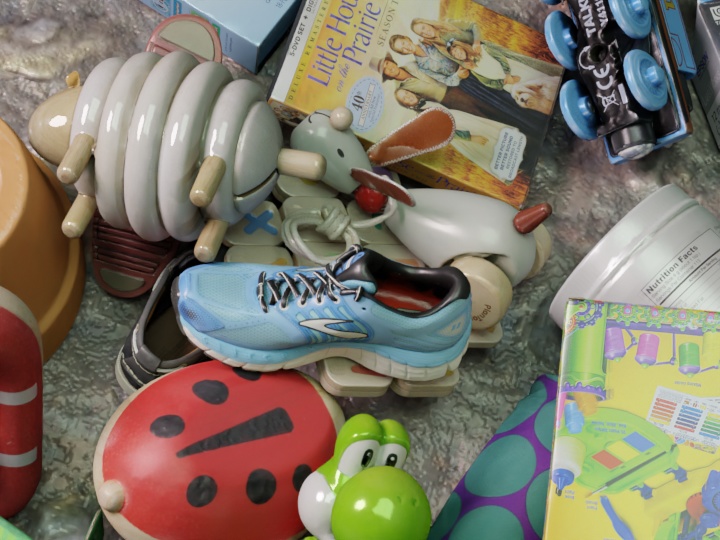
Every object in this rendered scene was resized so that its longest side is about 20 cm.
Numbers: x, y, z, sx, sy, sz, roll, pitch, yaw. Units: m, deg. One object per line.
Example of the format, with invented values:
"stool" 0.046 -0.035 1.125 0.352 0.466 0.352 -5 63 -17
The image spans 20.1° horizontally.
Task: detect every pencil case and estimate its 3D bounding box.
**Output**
"pencil case" 0.103 0.166 1.329 0.092 0.085 0.200 48 64 -24

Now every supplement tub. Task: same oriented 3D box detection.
"supplement tub" 0.240 0.054 1.369 0.132 0.132 0.200 -40 74 -20

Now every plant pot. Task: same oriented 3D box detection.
"plant pot" -0.283 -0.027 1.346 0.199 0.140 0.201 3 66 -6

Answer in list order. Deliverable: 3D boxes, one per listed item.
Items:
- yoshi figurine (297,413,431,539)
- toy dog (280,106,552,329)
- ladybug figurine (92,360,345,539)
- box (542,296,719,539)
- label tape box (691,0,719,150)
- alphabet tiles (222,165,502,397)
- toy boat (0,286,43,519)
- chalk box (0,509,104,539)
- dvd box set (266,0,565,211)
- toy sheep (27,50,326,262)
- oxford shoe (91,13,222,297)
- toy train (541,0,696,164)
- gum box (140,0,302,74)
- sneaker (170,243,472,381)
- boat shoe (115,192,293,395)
"yoshi figurine" -0.012 0.190 1.243 0.112 0.112 0.201 25 105 27
"toy dog" 0.052 -0.050 1.378 0.199 0.096 0.132 23 43 -16
"ladybug figurine" -0.082 0.117 1.301 0.200 0.072 0.136 -20 75 -44
"box" 0.215 0.129 1.226 0.199 0.122 0.193 6 79 8
"label tape box" 0.328 -0.145 1.505 0.143 0.066 0.201 -12 65 -11
"alphabet tiles" 0.000 0.000 1.389 0.195 0.015 0.201 3 52 -25
"toy boat" -0.265 0.100 1.251 0.130 0.201 0.131 4 37 -3
"chalk box" -0.209 0.239 1.242 0.124 0.125 0.200 34 68 10
"dvd box set" 0.043 -0.139 1.467 0.199 0.029 0.147 24 64 -9
"toy sheep" -0.120 -0.078 1.321 0.199 0.138 0.138 13 65 7
"oxford shoe" -0.135 -0.076 1.425 0.070 0.075 0.201 18 86 3
"toy train" 0.190 -0.175 1.479 0.114 0.087 0.201 2 70 -50
"gum box" -0.112 -0.268 1.524 0.200 0.045 0.170 33 67 9
"sneaker" -0.021 0.012 1.298 0.199 0.090 0.079 3 52 -13
"boat shoe" -0.093 0.003 1.392 0.072 0.068 0.200 32 61 9
